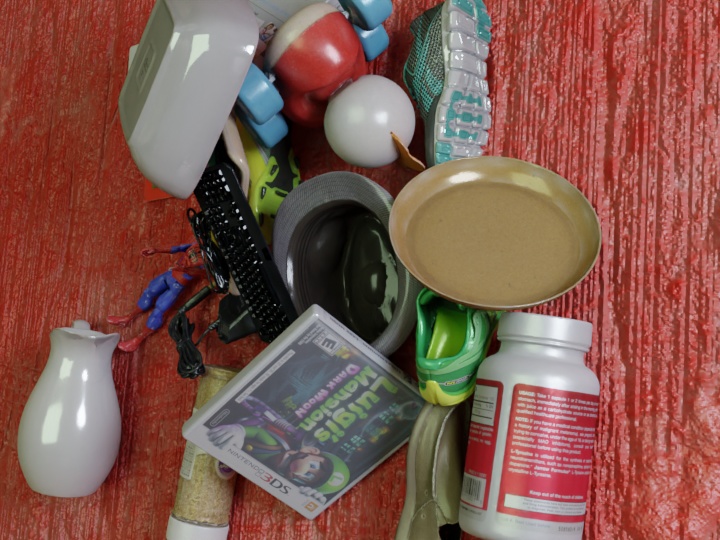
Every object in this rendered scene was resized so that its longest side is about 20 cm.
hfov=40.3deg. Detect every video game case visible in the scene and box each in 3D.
[{"bbox_3d":[-0.048,0.150,0.990,0.200,0.182,0.023,-42,26,19],"label":"video game case"}]

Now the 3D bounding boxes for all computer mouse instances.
[{"bbox_3d":[-0.136,0.038,1.132,0.200,0.046,0.140,-43,31,0],"label":"computer mouse"}]

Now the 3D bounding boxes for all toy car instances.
[{"bbox_3d":[-0.008,-0.169,1.031,0.184,0.177,0.200,-41,84,-6],"label":"toy car"}]

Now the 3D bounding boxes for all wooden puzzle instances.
[{"bbox_3d":[-0.157,-0.101,1.080,0.201,0.037,0.186,98,159,-44],"label":"wooden puzzle"}]

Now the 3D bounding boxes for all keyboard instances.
[{"bbox_3d":[-0.131,-0.007,1.005,0.104,0.040,0.201,-8,109,51],"label":"keyboard"}]

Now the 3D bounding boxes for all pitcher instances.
[{"bbox_3d":[-0.356,0.165,1.218,0.171,0.120,0.201,-166,84,-73],"label":"pitcher"}]

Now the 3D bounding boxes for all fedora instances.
[{"bbox_3d":[0.000,0.000,1.026,0.176,0.090,0.201,-24,78,29],"label":"fedora"}]

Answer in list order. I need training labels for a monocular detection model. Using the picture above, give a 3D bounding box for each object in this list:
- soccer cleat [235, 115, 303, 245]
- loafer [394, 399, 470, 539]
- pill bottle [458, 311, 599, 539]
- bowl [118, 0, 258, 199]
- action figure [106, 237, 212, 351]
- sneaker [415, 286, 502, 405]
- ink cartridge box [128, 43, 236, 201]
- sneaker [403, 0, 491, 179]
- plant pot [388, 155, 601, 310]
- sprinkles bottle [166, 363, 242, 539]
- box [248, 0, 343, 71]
[{"bbox_3d":[-0.114,-0.125,1.147,0.083,0.064,0.202,-13,75,48],"label":"soccer cleat"},{"bbox_3d":[0.083,0.213,0.950,0.067,0.076,0.201,11,94,30],"label":"loafer"},{"bbox_3d":[0.156,0.142,0.889,0.112,0.112,0.201,5,84,33],"label":"pill bottle"},{"bbox_3d":[-0.184,-0.192,0.988,0.200,0.074,0.200,-62,30,21],"label":"bowl"},{"bbox_3d":[-0.244,0.014,1.180,0.200,0.099,0.065,-41,63,17],"label":"action figure"},{"bbox_3d":[0.099,0.030,0.940,0.074,0.084,0.201,3,55,22],"label":"sneaker"},{"bbox_3d":[-0.224,-0.200,1.233,0.162,0.057,0.201,-7,73,31],"label":"ink cartridge box"},{"bbox_3d":[0.085,-0.190,1.032,0.091,0.077,0.201,-5,74,48],"label":"sneaker"},{"bbox_3d":[0.126,-0.033,0.929,0.199,0.028,0.201,0,47,0],"label":"plant pot"},{"bbox_3d":[-0.167,0.209,1.108,0.068,0.068,0.201,9,86,33],"label":"sprinkles bottle"},{"bbox_3d":[-0.111,-0.301,1.145,0.156,0.041,0.200,37,82,32],"label":"box"}]
